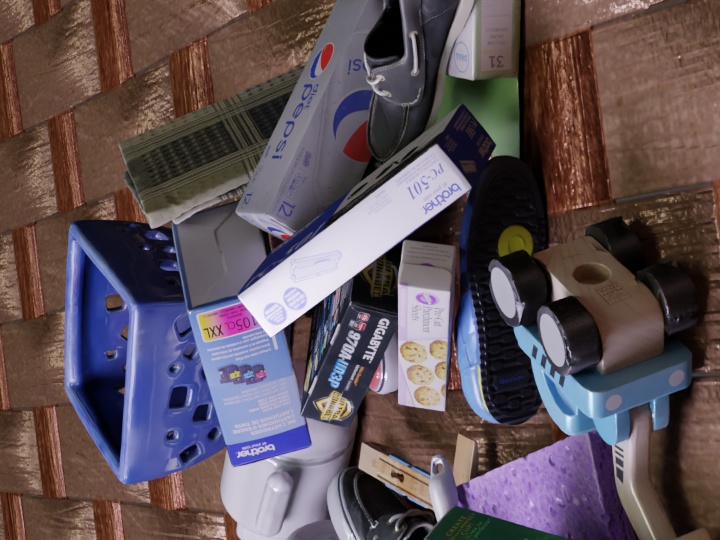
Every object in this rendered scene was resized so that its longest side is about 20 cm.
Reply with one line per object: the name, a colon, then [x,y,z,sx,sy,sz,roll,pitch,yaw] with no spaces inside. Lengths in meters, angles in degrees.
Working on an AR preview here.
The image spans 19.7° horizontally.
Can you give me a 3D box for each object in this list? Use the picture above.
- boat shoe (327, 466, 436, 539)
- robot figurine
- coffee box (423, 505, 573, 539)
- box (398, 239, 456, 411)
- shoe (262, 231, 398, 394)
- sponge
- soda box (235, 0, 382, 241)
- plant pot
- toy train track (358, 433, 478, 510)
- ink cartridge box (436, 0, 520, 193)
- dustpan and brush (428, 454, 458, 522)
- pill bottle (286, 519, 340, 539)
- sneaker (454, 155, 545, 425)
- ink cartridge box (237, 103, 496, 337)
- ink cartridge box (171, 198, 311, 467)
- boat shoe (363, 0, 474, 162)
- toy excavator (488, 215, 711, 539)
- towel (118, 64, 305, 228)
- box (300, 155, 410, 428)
boat shoe: [0.043,0.231,1.730,0.201,0.072,0.071,54,135,31]
robot figurine: [-0.065,0.162,1.880,0.170,0.112,0.201,-81,2,-53]
coffee box: [0.141,0.237,1.384,0.199,0.044,0.124,13,131,35]
box: [0.049,0.044,1.546,0.201,0.041,0.039,90,-172,-61]
shoe: [-0.034,0.024,1.801,0.072,0.090,0.201,116,140,-51]
sponge: [0.129,0.194,1.521,0.200,0.030,0.113,-31,69,53]
soda box: [-0.021,-0.119,1.654,0.068,0.063,0.202,5,68,64]
plant pot: [-0.176,0.067,2.022,0.200,0.178,0.202,-134,42,-53]
toy train track: [0.065,0.178,1.676,0.199,0.032,0.116,22,108,54]
ink cartridge box: [0.070,-0.155,1.577,0.145,0.047,0.202,-156,64,-62]
dustpan and brush: [0.068,0.232,1.535,0.139,0.057,0.202,-21,72,27]
pill bottle: [-0.024,0.332,1.841,0.109,0.108,0.202,-134,43,-53]
sneaker: [0.095,0.013,1.543,0.078,0.065,0.202,-155,61,-67]
ink cartridge box: [0.005,-0.036,1.523,0.199,0.094,0.044,-37,99,26]
ink cartridge box: [-0.095,0.064,1.728,0.137,0.076,0.201,-106,1,-54]
boat shoe: [0.028,-0.160,1.536,0.072,0.067,0.201,60,149,36]
toy excavator: [0.174,0.094,1.378,0.195,0.099,0.202,-132,28,-51]
towel: [-0.106,-0.104,1.778,0.193,0.198,0.035,-121,9,-63]
box: [0.000,0.000,1.680,0.160,0.046,0.201,114,167,-49]
